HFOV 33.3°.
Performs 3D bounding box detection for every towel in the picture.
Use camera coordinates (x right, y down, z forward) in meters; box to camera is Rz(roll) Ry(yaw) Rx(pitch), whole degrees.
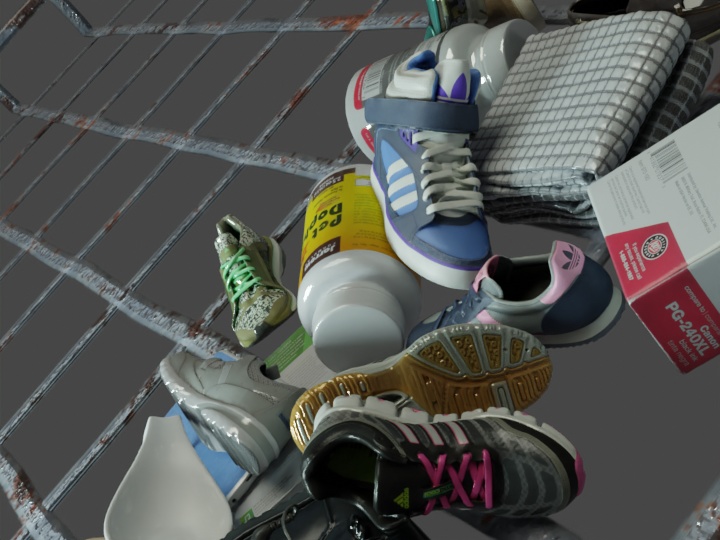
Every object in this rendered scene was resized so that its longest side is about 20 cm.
[{"bbox_3d":[0.186,-0.120,1.014,0.199,0.085,0.167,1,59,60],"label":"towel"}]

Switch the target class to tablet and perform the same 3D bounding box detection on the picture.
[{"bbox_3d":[-0.125,0.141,1.070,0.131,0.014,0.199,-51,27,-12],"label":"tablet"}]

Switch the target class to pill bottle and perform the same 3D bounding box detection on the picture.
[{"bbox_3d":[0.000,0.000,1.067,0.109,0.109,0.201,-31,29,21],"label":"pill bottle"},{"bbox_3d":[0.089,-0.178,1.196,0.198,0.111,0.111,-15,38,43],"label":"pill bottle"}]

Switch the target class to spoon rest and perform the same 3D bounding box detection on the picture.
[{"bbox_3d":[-0.156,0.174,0.969,0.098,0.061,0.200,-2,24,-11],"label":"spoon rest"}]

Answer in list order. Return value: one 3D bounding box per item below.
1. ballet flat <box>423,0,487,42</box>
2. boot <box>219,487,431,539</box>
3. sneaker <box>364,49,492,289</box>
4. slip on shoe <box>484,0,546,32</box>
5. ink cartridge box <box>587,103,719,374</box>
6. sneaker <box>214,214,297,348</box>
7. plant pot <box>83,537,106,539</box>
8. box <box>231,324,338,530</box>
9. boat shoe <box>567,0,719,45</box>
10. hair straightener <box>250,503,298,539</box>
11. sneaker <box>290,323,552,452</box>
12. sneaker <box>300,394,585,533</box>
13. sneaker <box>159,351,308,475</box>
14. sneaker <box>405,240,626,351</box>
[{"bbox_3d":[0.099,-0.259,1.259,0.072,0.072,0.201,-49,-13,-12],"label":"ballet flat"},{"bbox_3d":[-0.033,0.229,0.827,0.199,0.077,0.168,-37,24,0],"label":"boot"},{"bbox_3d":[0.067,-0.097,1.000,0.201,0.079,0.148,-117,33,-49],"label":"sneaker"},{"bbox_3d":[0.143,-0.284,1.308,0.060,0.076,0.200,-35,25,3],"label":"slip on shoe"},{"bbox_3d":[0.266,-0.046,0.803,0.199,0.083,0.146,-33,29,19],"label":"ink cartridge box"},{"bbox_3d":[-0.123,0.006,1.247,0.077,0.089,0.201,-38,28,9],"label":"sneaker"},{"bbox_3d":[-0.223,0.319,0.941,0.200,0.093,0.202,-32,30,21],"label":"plant pot"},{"bbox_3d":[-0.062,0.137,1.043,0.144,0.036,0.200,-42,28,4],"label":"box"},{"bbox_3d":[0.268,-0.236,1.076,0.198,0.073,0.075,-16,38,42],"label":"boat shoe"},{"bbox_3d":[-0.046,0.251,0.760,0.076,0.041,0.203,-4,77,48],"label":"hair straightener"},{"bbox_3d":[0.044,0.085,0.905,0.197,0.077,0.088,-14,-1,3],"label":"sneaker"},{"bbox_3d":[0.045,0.135,0.791,0.197,0.075,0.087,7,24,22],"label":"sneaker"},{"bbox_3d":[-0.103,0.108,1.014,0.082,0.075,0.199,-38,31,-18],"label":"sneaker"},{"bbox_3d":[0.101,0.024,0.928,0.198,0.082,0.071,-21,36,38],"label":"sneaker"}]
